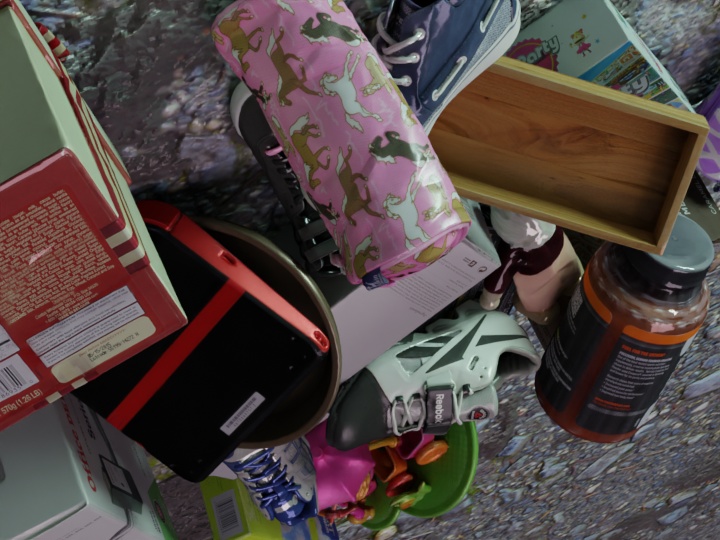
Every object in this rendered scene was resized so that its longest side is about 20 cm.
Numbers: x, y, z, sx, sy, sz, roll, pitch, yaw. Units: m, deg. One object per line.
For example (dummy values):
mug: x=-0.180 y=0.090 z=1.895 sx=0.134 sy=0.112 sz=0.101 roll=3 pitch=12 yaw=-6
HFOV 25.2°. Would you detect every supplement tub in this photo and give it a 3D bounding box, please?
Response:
supplement tub: x=0.223 y=0.045 z=1.340 sx=0.106 sy=0.107 sz=0.201 roll=-11 pitch=141 yaw=-29

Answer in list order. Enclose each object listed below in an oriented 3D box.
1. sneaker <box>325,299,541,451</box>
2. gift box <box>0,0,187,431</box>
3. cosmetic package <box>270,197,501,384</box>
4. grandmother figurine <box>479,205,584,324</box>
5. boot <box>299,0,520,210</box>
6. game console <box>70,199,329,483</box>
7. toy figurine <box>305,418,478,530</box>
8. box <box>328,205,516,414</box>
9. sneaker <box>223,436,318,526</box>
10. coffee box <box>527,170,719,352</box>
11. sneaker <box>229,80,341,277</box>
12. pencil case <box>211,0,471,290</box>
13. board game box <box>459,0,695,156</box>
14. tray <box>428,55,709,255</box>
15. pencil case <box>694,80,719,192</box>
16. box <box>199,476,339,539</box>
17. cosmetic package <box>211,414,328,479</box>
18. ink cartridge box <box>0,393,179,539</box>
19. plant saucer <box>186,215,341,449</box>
sneaker: x=0.063 y=0.095 z=1.304 sx=0.199 sy=0.088 sz=0.074 roll=-32 pitch=143 yaw=-26
gift box: x=-0.221 y=-0.026 z=0.912 sx=0.183 sy=0.187 sz=0.201 roll=-26 pitch=140 yaw=-5
cosmetic package: x=0.000 y=0.000 z=1.254 sx=0.200 sy=0.108 sz=0.085 roll=-38 pitch=136 yaw=21
grandmother figurine: x=0.138 y=-0.017 z=1.294 sx=0.122 sy=0.060 sz=0.200 roll=-52 pitch=157 yaw=-11
boot: x=0.022 y=-0.132 z=1.048 sx=0.200 sy=0.073 sz=0.090 roll=-51 pitch=150 yaw=-9
game console: x=-0.139 y=0.055 z=1.195 sx=0.200 sy=0.176 sz=0.031 roll=-46 pitch=-169 yaw=38
toy figurine: x=-0.016 y=0.187 z=1.544 sx=0.183 sy=0.151 sz=0.200 roll=-3 pitch=144 yaw=-46
box: x=0.065 y=0.041 z=1.377 sx=0.161 sy=0.049 sz=0.201 roll=1 pitch=119 yaw=-55
sneaker: x=-0.070 y=0.161 z=1.344 sx=0.075 sy=0.089 sz=0.200 roll=-26 pitch=160 yaw=5
coffee box: x=0.229 y=-0.013 z=1.456 sx=0.079 sy=0.115 sz=0.200 roll=-7 pitch=147 yaw=-36
sneaker: x=-0.031 y=-0.063 z=1.129 sx=0.070 sy=0.100 sz=0.200 roll=-24 pitch=154 yaw=2
pencil case: x=-0.013 y=-0.087 z=0.989 sx=0.086 sy=0.201 sz=0.083 roll=-27 pitch=174 yaw=-16
board game box: x=0.164 y=-0.123 z=1.242 sx=0.147 sy=0.065 sz=0.200 roll=-34 pitch=153 yaw=16
tray: x=0.134 y=-0.088 z=1.139 sx=0.198 sy=0.037 sz=0.099 roll=16 pitch=112 yaw=-3
pencil case: x=0.329 y=-0.156 z=1.322 sx=0.085 sy=0.085 sz=0.201 roll=9 pitch=143 yaw=-14
box: x=-0.087 y=0.220 z=1.585 sx=0.047 sy=0.123 sz=0.200 roll=-26 pitch=156 yaw=21
cosmetic package: x=-0.075 y=0.102 z=1.434 sx=0.199 sy=0.072 sz=0.101 roll=-35 pitch=153 yaw=16
ink cartridge box: x=-0.238 y=0.168 z=1.319 sx=0.084 sy=0.146 sz=0.200 roll=-28 pitch=155 yaw=4
plant saucer: x=-0.103 y=0.044 z=1.204 sx=0.200 sy=0.200 sz=0.030 roll=-46 pitch=-175 yaw=36
